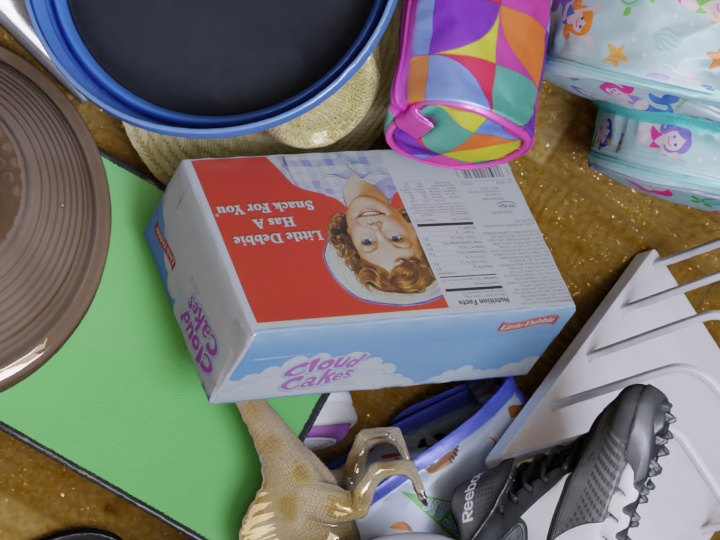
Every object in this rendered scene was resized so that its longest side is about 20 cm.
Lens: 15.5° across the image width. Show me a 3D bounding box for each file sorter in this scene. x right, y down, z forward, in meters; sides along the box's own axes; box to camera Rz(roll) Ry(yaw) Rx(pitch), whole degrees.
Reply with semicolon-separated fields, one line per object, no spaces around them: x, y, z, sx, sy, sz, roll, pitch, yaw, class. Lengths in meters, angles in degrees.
0.190;0.085;1.431;0.139;0.124;0.200;55;46;-15;file sorter

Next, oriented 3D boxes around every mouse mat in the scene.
-0.114;0.038;1.402;0.200;0.008;0.161;30;74;-2;mouse mat

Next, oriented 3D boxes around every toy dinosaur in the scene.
-0.019;0.119;1.364;0.101;0.058;0.201;-20;92;-3;toy dinosaur

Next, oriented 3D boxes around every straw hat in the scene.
-0.031;-0.114;1.391;0.200;0.085;0.202;-9;113;-22;straw hat

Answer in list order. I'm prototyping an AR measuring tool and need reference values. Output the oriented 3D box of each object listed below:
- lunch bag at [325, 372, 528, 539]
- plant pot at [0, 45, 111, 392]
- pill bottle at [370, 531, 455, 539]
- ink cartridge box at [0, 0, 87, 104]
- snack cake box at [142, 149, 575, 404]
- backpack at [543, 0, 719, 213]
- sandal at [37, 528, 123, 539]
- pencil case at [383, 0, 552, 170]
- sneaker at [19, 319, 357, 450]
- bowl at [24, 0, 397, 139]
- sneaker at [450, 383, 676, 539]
0.043;0.173;1.461;0.200;0.124;0.170;-34;103;1;lunch bag
-0.224;-0.035;1.346;0.200;0.093;0.202;2;78;-9;plant pot
0.041;0.236;1.341;0.106;0.106;0.200;-27;128;-8;pill bottle
-0.150;-0.228;1.390;0.198;0.047;0.200;44;84;-15;ink cartridge box
0.000;0.000;1.391;0.199;0.067;0.115;-4;56;-30;snack cake box
0.189;-0.109;1.423;0.199;0.178;0.151;19;94;-6;backpack
-0.209;0.211;1.444;0.200;0.045;0.075;-28;104;-8;sandal
0.059;-0.155;1.389;0.088;0.088;0.201;11;68;-15;pencil case
-0.104;0.053;1.443;0.199;0.075;0.100;-1;76;-11;sneaker
-0.073;-0.163;1.336;0.200;0.039;0.201;-1;81;8;bowl
0.092;0.123;1.336;0.090;0.067;0.200;26;134;4;sneaker
